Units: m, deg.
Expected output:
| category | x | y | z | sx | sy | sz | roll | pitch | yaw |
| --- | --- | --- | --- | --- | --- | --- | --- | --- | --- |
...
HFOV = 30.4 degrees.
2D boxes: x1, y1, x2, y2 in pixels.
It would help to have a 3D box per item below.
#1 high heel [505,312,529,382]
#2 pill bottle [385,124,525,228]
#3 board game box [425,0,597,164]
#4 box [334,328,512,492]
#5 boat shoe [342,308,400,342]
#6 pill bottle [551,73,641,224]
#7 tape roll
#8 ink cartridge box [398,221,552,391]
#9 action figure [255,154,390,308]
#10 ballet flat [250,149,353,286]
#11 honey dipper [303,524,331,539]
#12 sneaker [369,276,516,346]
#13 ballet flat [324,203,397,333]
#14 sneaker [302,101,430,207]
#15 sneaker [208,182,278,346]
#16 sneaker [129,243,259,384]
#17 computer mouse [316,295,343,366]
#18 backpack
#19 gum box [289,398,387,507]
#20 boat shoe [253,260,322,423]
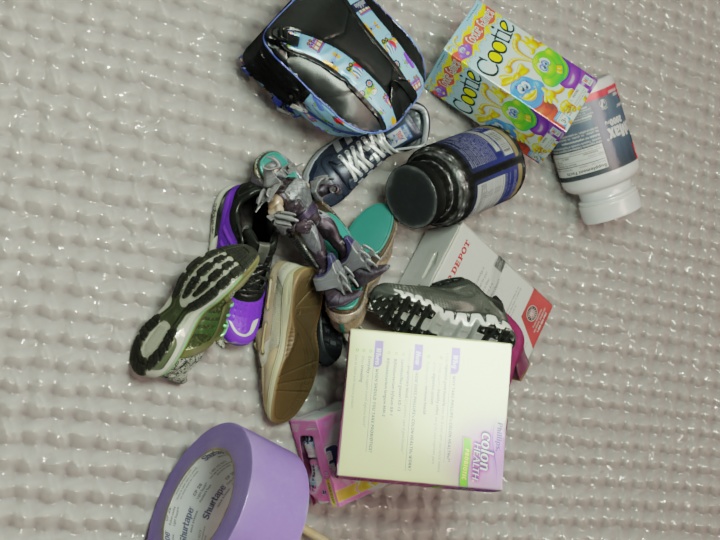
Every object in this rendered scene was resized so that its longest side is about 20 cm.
| category | x | y | z | sx | sy | sz | roll | pitch | yaw |
| --- | --- | --- | --- | --- | --- | --- | --- | --- | --- |
| high heel | 0.159 | 0.149 | 1.714 | 0.200 | 0.067 | 0.096 | -60 | 136 | -40 |
| pill bottle | 0.126 | -0.123 | 1.776 | 0.200 | 0.111 | 0.113 | -24 | 100 | -47 |
| board game box | 0.205 | -0.259 | 1.824 | 0.199 | 0.103 | 0.105 | 33 | 65 | 1 |
| box | 0.075 | 0.172 | 1.608 | 0.199 | 0.097 | 0.177 | 5 | 79 | -1 |
| boat shoe | 0.061 | 0.105 | 1.708 | 0.200 | 0.060 | 0.072 | 39 | 46 | 11 |
| pill bottle | 0.343 | -0.177 | 1.953 | 0.119 | 0.119 | 0.201 | -25 | 101 | -34 |
| tape roll | -0.153 | 0.281 | 1.506 | 0.085 | 0.200 | 0.201 | 30 | 69 | -29 |
| ink cartridge box | 0.149 | 0.052 | 1.814 | 0.200 | 0.083 | 0.147 | 41 | 65 | -26 |
| action figure | -0.055 | -0.058 | 1.594 | 0.200 | 0.069 | 0.130 | 54 | 43 | -13 |
| ballet flat | -0.070 | -0.062 | 1.670 | 0.072 | 0.072 | 0.201 | -39 | 94 | -31 |
| honey dipper | -0.059 | 0.331 | 1.670 | 0.200 | 0.038 | 0.038 | 38 | 65 | -24 |
| sneaker | 0.103 | 0.045 | 1.696 | 0.199 | 0.067 | 0.091 | 16 | 42 | -14 |
| ballet flat | 0.000 | 0.000 | 1.718 | 0.067 | 0.068 | 0.201 | 80 | 28 | -47 |
| sneaker | 0.011 | -0.153 | 1.719 | 0.200 | 0.108 | 0.070 | -46 | 111 | -30 |
| sneaker | -0.139 | -0.011 | 1.603 | 0.069 | 0.099 | 0.202 | 3 | 83 | -33 |
| sneaker | -0.184 | 0.054 | 1.570 | 0.200 | 0.077 | 0.089 | -48 | 138 | 2 |
| computer mouse | -0.047 | 0.025 | 1.711 | 0.059 | 0.034 | 0.201 | 25 | 62 | -55 |
| backpack | -0.027 | -0.258 | 1.665 | 0.200 | 0.134 | 0.183 | 42 | 61 | -10 |
| gum box | 0.009 | 0.219 | 1.708 | 0.199 | 0.066 | 0.114 | -18 | 95 | -35 |
| boat shoe | -0.096 | 0.088 | 1.650 | 0.072 | 0.065 | 0.201 | -4 | 106 | -48 |
